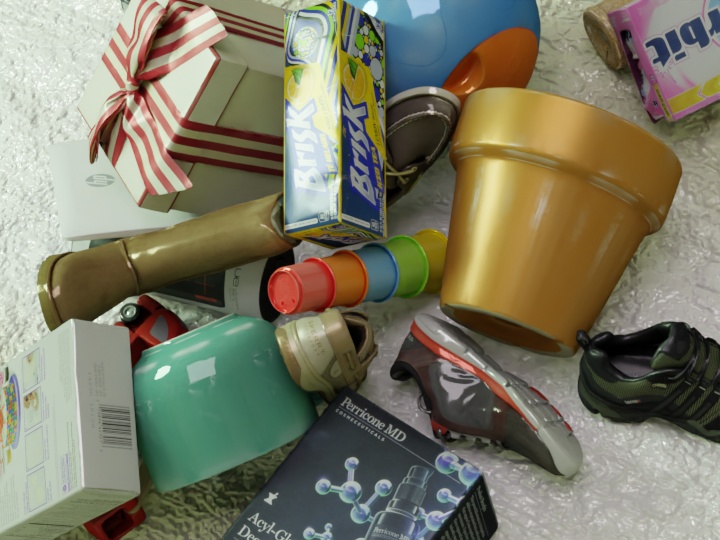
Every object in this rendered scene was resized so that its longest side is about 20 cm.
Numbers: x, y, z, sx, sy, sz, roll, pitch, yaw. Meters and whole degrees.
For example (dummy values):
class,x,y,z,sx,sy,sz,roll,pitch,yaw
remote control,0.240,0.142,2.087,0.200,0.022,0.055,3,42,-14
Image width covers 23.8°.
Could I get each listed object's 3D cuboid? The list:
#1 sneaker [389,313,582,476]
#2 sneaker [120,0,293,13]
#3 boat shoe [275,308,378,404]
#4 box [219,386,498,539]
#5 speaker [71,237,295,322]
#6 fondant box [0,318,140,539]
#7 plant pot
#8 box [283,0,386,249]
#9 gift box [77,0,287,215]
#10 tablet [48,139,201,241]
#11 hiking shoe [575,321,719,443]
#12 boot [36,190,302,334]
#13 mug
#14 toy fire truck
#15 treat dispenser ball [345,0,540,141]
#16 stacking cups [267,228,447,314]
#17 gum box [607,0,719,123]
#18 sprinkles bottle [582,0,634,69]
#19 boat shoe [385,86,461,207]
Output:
class,x,y,z,sx,sy,sz,roll,pitch,yaw
sneaker,0.104,0.122,1.462,0.200,0.077,0.082,41,101,31
sneaker,-0.150,-0.262,1.700,0.198,0.140,0.078,-3,57,11
boat shoe,-0.015,0.069,1.435,0.064,0.200,0.072,-26,82,7
box,-0.007,0.225,1.386,0.148,0.107,0.200,29,68,27
speaker,-0.163,-0.010,1.583,0.199,0.081,0.082,13,62,19
fondant box,-0.263,0.143,1.438,0.200,0.058,0.145,-29,60,45
plant pot,0.155,-0.032,1.473,0.199,0.200,0.184,16,78,21
box,-0.022,-0.124,1.466,0.064,0.070,0.202,-12,72,36
gift box,-0.135,-0.155,1.554,0.200,0.186,0.185,48,118,44
tablet,-0.225,-0.082,1.613,0.129,0.014,0.200,-5,29,-12
hiking shoe,0.276,0.088,1.412,0.198,0.101,0.076,2,59,13
boot,-0.160,-0.013,1.455,0.199,0.067,0.175,-15,13,14
mug,-0.120,0.103,1.453,0.151,0.185,0.115,-23,91,12
toy fire truck,-0.206,0.129,1.524,0.141,0.049,0.200,32,69,27
treat dispenser ball,0.068,-0.221,1.591,0.199,0.201,0.202,-6,57,9
stacking cups,0.000,0.000,1.480,0.199,0.061,0.060,-7,41,-48
gum box,0.336,-0.227,1.583,0.199,0.066,0.114,-26,96,-5
sprinkles bottle,0.313,-0.272,1.649,0.199,0.068,0.068,-31,57,-7
boat shoe,0.026,-0.098,1.543,0.072,0.200,0.060,26,56,-20
